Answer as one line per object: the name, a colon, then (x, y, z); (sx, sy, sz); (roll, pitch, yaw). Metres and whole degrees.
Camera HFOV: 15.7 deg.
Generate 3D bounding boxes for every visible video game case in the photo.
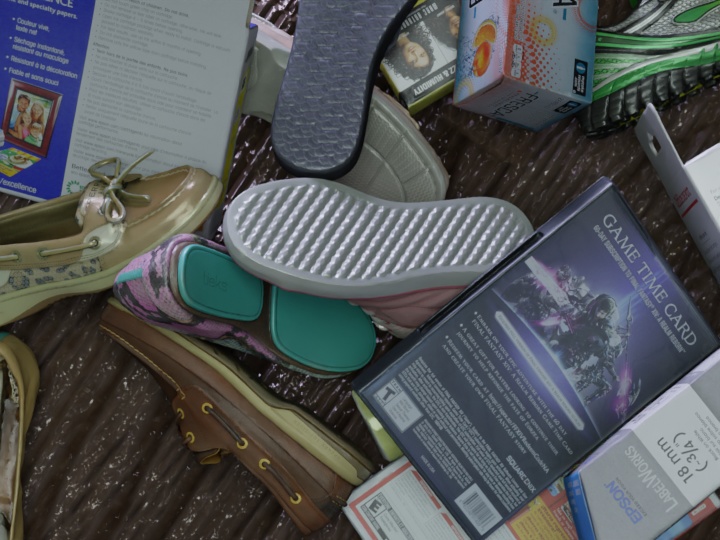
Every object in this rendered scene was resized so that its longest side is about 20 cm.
video game case: (0.110, 0.057, 1.596); (0.200, 0.019, 0.143); (-39, 119, -3)
video game case: (0.107, 0.147, 1.643); (0.200, 0.017, 0.143); (-35, 84, -2)

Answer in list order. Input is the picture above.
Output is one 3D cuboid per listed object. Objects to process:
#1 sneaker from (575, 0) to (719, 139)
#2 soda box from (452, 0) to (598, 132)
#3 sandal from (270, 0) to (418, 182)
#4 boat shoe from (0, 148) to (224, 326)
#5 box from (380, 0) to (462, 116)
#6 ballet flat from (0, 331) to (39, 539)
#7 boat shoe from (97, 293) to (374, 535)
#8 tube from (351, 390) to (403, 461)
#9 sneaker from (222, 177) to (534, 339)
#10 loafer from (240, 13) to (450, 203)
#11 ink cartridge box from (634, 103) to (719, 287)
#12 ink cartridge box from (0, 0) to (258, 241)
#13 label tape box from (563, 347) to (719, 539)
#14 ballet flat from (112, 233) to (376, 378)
sneaker: (0.217, -0.161, 1.640); (0.199, 0.078, 0.086); (-24, 84, 0)
soda box: (0.107, -0.194, 1.622); (0.068, 0.064, 0.201); (15, 70, -25)
sandal: (-0.008, -0.148, 1.607); (0.076, 0.043, 0.201); (19, 76, 10)
boat shoe: (-0.178, -0.023, 1.608); (0.199, 0.073, 0.063); (-24, 112, 20)
box: (0.011, -0.203, 1.663); (0.075, 0.050, 0.201); (-29, 84, -2)
ballet flat: (-0.244, 0.137, 1.630); (0.068, 0.063, 0.201); (5, 85, 2)
boat shoe: (-0.088, 0.089, 1.626); (0.200, 0.072, 0.068); (36, 90, 7)
tube: (0.091, 0.049, 1.620); (0.199, 0.058, 0.052); (-29, 62, -2)
sneaker: (0.000, 0.000, 1.602); (0.199, 0.105, 0.076); (2, 63, -22)
loafer: (-0.023, -0.108, 1.651); (0.200, 0.063, 0.072); (34, 120, 2)
ink cartridge box: (0.248, -0.023, 1.606); (0.068, 0.116, 0.201); (-29, 85, -2)
ink cartridge box: (-0.167, -0.131, 1.619); (0.197, 0.047, 0.201); (16, 115, 4)
label tape box: (0.170, 0.125, 1.562); (0.200, 0.144, 0.063); (-39, 85, -3)
ballet flat: (-0.075, 0.022, 1.603); (0.071, 0.200, 0.070); (-5, 75, 39)
